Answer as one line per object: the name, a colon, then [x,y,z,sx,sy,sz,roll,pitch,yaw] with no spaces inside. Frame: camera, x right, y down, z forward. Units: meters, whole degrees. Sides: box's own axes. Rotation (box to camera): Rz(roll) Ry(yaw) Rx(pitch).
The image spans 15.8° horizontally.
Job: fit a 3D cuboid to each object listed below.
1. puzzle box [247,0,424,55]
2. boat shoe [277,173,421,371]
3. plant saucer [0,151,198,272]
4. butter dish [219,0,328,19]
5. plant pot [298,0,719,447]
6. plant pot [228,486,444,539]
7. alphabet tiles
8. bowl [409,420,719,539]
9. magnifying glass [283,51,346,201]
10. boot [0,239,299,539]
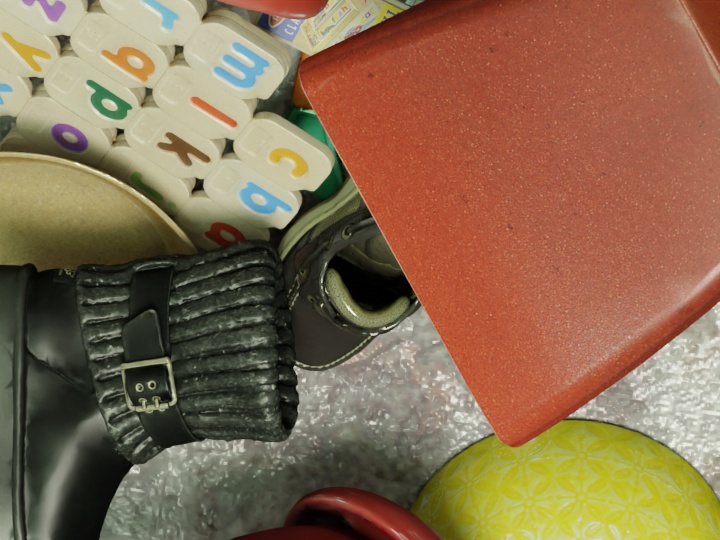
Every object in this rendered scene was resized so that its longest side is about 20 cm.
puzzle box: [0.046,-0.183,1.306,0.133,0.025,0.200,25,109,-17]
boat shoe: [0.000,0.000,1.328,0.073,0.065,0.200,19,141,-12]
plant saucer: [-0.172,0.010,1.390,0.199,0.036,0.201,4,127,5]
butter dish: [-0.104,-0.235,1.247,0.199,0.148,0.201,14,86,-31]
plant pot: [0.128,-0.069,1.182,0.176,0.200,0.200,-28,92,39]
plant pot: [-0.027,0.225,1.362,0.182,0.200,0.201,-32,115,-29]
alphabet tiles: [-0.115,-0.082,1.326,0.195,0.015,0.200,32,141,-9]
bowl: [0.117,0.195,1.436,0.199,0.108,0.201,1,113,2]
magnifying glass: [-0.030,-0.068,1.376,0.079,0.022,0.201,13,112,-3]
boot: [-0.109,0.091,1.329,0.157,0.079,0.212,-1,100,0]
